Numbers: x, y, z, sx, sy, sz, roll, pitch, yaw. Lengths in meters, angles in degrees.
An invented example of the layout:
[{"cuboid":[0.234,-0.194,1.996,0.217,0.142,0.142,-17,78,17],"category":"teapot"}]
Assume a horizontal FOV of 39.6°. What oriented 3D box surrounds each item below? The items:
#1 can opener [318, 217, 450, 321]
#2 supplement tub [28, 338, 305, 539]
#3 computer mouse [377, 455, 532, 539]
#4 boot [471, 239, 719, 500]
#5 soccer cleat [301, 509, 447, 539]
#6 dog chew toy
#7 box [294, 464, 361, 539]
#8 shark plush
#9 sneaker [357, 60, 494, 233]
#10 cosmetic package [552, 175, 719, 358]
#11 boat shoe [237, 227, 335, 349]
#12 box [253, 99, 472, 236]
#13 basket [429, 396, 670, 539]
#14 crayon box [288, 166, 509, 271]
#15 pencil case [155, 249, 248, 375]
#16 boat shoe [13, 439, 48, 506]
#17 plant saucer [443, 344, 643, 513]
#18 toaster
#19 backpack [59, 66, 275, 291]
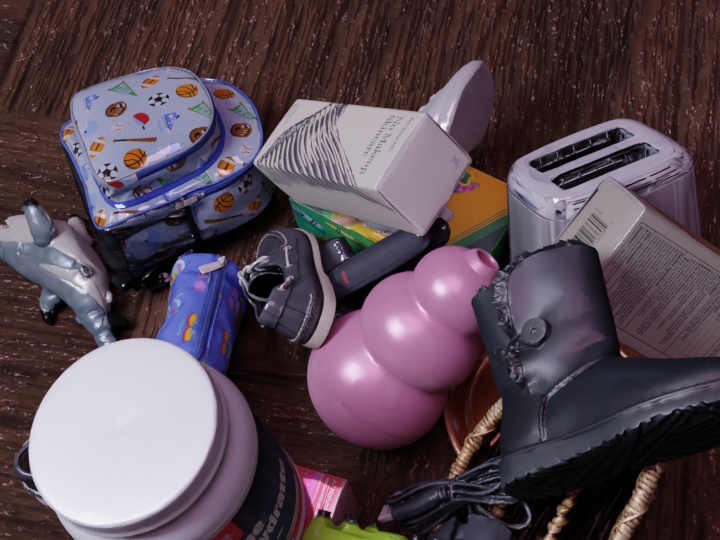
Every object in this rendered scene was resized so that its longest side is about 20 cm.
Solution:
[{"cuboid":[0.000,0.000,0.887,0.063,0.200,0.079,-28,92,-41],"category":"can opener"},{"cuboid":[-0.126,0.145,0.692,0.140,0.200,0.141,-6,60,10],"category":"supplement tub"},{"cuboid":[0.064,0.233,0.701,0.138,0.053,0.200,-26,52,37],"category":"computer mouse"},{"cuboid":[0.164,0.048,0.674,0.200,0.076,0.168,-30,51,36],"category":"boot"},{"cuboid":[0.026,0.218,0.675,0.200,0.067,0.081,-3,72,52],"category":"soccer cleat"},{"cuboid":[0.043,0.058,0.833,0.200,0.124,0.125,-50,59,27],"category":"dog chew toy"},{"cuboid":[-0.080,0.258,0.794,0.102,0.095,0.200,14,65,15],"category":"box"},{"cuboid":[-0.286,0.019,0.986,0.083,0.091,0.200,-41,85,7],"category":"shark plush"},{"cuboid":[0.054,-0.123,0.935,0.088,0.075,0.200,15,61,33],"category":"sneaker"},{"cuboid":[0.253,0.019,0.814,0.105,0.200,0.071,-53,26,15],"category":"cosmetic package"},{"cuboid":[-0.075,0.003,0.895,0.063,0.073,0.200,17,17,-22],"category":"boat shoe"},{"cuboid":[-0.004,-0.094,0.862,0.200,0.068,0.082,16,70,54],"category":"box"},{"cuboid":[0.129,0.177,0.748,0.143,0.149,0.200,29,93,18],"category":"basket"},{"cuboid":[0.047,-0.058,0.968,0.200,0.058,0.119,28,68,20],"category":"crayon box"},{"cuboid":[-0.145,0.059,0.870,0.078,0.087,0.200,19,31,-9],"category":"pencil case"},{"cuboid":[-0.215,0.134,0.895,0.200,0.060,0.074,-30,57,-10],"category":"boat shoe"},{"cuboid":[0.172,0.118,0.876,0.200,0.032,0.201,-3,61,5],"category":"plant saucer"},{"cuboid":[0.206,-0.046,0.880,0.200,0.129,0.114,-22,36,-12],"category":"toaster"},{"cuboid":[-0.184,-0.110,0.980,0.190,0.154,0.200,-19,58,-15],"category":"backpack"}]
